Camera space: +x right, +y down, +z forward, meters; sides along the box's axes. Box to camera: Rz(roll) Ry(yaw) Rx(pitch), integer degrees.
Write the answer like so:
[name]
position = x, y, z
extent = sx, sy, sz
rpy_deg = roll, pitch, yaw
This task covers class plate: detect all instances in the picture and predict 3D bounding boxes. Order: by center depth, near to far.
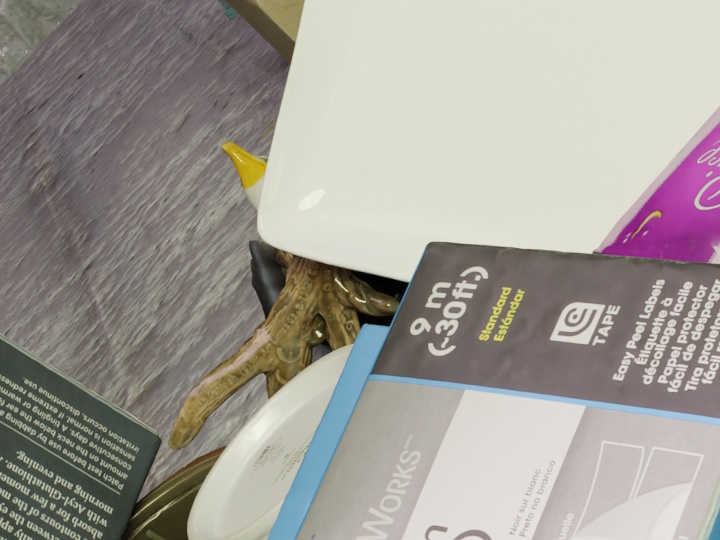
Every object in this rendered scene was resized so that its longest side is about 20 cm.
[plate]
position = 0.070, -0.085, 0.836
extent = 0.032, 0.199, 0.201
rpy_deg = 3, -79, -64

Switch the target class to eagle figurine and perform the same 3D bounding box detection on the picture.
[eagle figurine]
position = -0.003, -0.007, 0.989
extent = 0.151, 0.152, 0.200
rpy_deg = -13, 5, 13

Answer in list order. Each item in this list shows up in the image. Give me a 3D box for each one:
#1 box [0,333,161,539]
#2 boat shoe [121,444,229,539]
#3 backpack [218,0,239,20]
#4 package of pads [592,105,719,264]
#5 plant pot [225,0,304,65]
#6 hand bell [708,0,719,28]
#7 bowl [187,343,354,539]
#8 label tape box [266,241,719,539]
[box]
position = -0.188, 0.142, 0.912
extent = 0.148, 0.107, 0.201
rpy_deg = -30, 32, 53
[boat shoe]
position = -0.105, 0.149, 0.959
extent = 0.200, 0.072, 0.068
rpy_deg = -47, 17, -5
[backpack]
position = -0.046, -0.277, 1.701
extent = 0.200, 0.151, 0.177
rpy_deg = -45, 12, -27
[package of pads]
position = 0.174, -0.045, 0.727
extent = 0.200, 0.076, 0.120
rpy_deg = -47, 16, -4
[plant pot]
position = 0.013, -0.190, 1.308
extent = 0.200, 0.200, 0.177
rpy_deg = -42, 28, 9
[hand bell]
position = 0.232, -0.137, 0.828
extent = 0.199, 0.104, 0.104
rpy_deg = -23, 25, 27
[bowl]
position = 0.002, 0.090, 0.803
extent = 0.201, 0.090, 0.201
rpy_deg = -40, 17, 15
[label tape box]
position = 0.033, 0.069, 0.656
extent = 0.199, 0.063, 0.145
rpy_deg = 5, 61, 41
